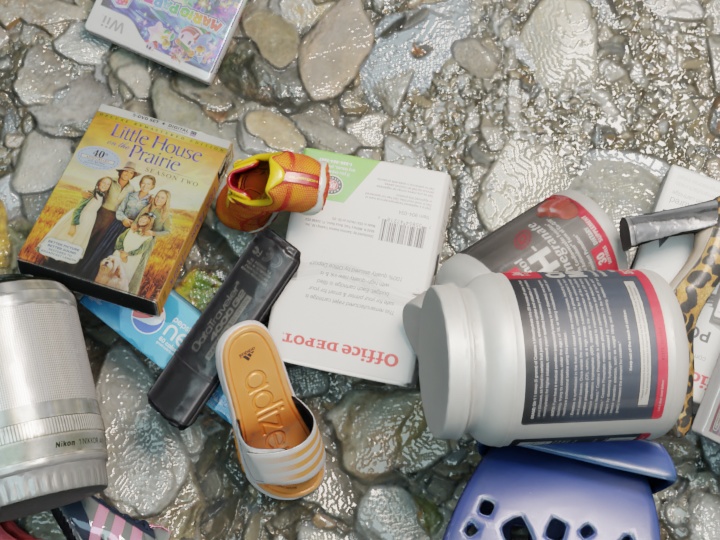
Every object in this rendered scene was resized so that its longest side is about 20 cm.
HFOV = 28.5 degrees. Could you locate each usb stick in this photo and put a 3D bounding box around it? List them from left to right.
[{"bbox_3d":[-0.126,0.054,1.309,0.055,0.033,0.201,35,93,22],"label":"usb stick"}]

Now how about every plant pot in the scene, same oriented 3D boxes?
[{"bbox_3d":[0.174,0.230,1.255,0.197,0.200,0.182,13,79,8],"label":"plant pot"}]

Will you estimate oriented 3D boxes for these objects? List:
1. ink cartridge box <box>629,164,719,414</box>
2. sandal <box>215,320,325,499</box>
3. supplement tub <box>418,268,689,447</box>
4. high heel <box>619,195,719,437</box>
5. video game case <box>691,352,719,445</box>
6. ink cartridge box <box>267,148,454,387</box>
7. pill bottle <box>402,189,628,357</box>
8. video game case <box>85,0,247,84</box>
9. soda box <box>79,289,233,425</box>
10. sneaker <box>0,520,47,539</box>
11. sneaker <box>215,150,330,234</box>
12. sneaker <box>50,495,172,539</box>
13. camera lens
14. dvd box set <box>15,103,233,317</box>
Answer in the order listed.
[{"bbox_3d":[0.318,0.026,1.318,0.143,0.083,0.203,20,85,7],"label":"ink cartridge box"},{"bbox_3d":[-0.080,0.143,1.299,0.078,0.059,0.209,-28,124,-13],"label":"sandal"},{"bbox_3d":[0.155,0.071,1.160,0.197,0.140,0.143,-1,83,-9],"label":"supplement tub"},{"bbox_3d":[0.313,0.037,1.247,0.140,0.071,0.203,-10,90,-10],"label":"high heel"},{"bbox_3d":[0.396,0.112,1.278,0.198,0.018,0.145,25,84,-28],"label":"video game case"},{"bbox_3d":[0.000,0.000,1.352,0.143,0.084,0.203,11,84,8],"label":"ink cartridge box"},{"bbox_3d":[0.138,0.018,1.291,0.199,0.111,0.111,-31,81,-22],"label":"pill bottle"},{"bbox_3d":[-0.175,-0.307,1.431,0.142,0.018,0.202,23,86,7],"label":"video game case"},{"bbox_3d":[-0.170,0.068,1.368,0.199,0.068,0.064,38,88,9],"label":"soda box"},{"bbox_3d":[-0.323,0.302,1.353,0.087,0.074,0.201,-40,81,-2],"label":"sneaker"},{"bbox_3d":[-0.098,-0.081,1.321,0.076,0.199,0.074,12,77,-25],"label":"sneaker"},{"bbox_3d":[-0.229,0.259,1.362,0.082,0.070,0.201,-35,79,-23],"label":"sneaker"},{"bbox_3d":[-0.319,0.115,1.280,0.158,0.160,0.203,-16,79,3],"label":"camera lens"},{"bbox_3d":[-0.223,-0.062,1.363,0.144,0.030,0.202,17,57,8],"label":"dvd box set"}]
